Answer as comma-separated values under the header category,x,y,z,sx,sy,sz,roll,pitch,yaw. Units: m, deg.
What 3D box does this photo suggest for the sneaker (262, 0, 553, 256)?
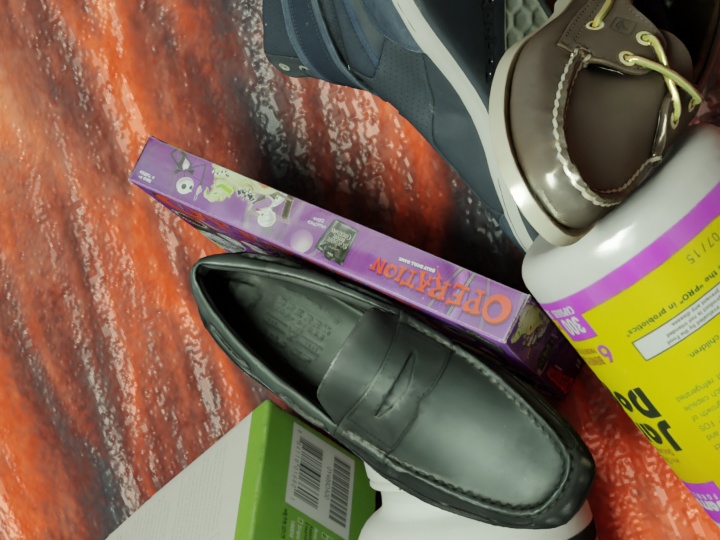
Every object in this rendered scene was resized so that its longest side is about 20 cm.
category,x,y,z,sx,sy,sz,roll,pitch,yaw
sneaker,0.038,-0.081,0.843,0.146,0.077,0.202,9,136,54

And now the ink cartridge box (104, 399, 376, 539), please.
category,x,y,z,sx,sy,sz,roll,pitch,yaw
ink cartridge box,-0.087,0.182,0.924,0.076,0.148,0.200,35,124,-22

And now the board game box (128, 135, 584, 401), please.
category,x,y,z,sx,sy,sz,roll,pitch,yaw
board game box,0.000,0.000,0.856,0.200,0.120,0.032,24,79,24

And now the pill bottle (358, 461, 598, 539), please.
category,x,y,z,sx,sy,sz,roll,pitch,yaw
pill bottle,0.062,0.163,0.859,0.112,0.112,0.200,-10,96,31

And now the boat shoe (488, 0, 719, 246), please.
category,x,y,z,sx,sy,sz,roll,pitch,yaw
boat shoe,0.105,-0.078,0.732,0.059,0.200,0.072,-25,107,31

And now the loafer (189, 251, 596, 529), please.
category,x,y,z,sx,sy,sz,roll,pitch,yaw
loafer,0.007,0.049,0.786,0.200,0.070,0.068,29,88,27

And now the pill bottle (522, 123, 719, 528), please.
category,x,y,z,sx,sy,sz,roll,pitch,yaw
pill bottle,0.165,0.044,0.766,0.104,0.104,0.200,-35,97,31
